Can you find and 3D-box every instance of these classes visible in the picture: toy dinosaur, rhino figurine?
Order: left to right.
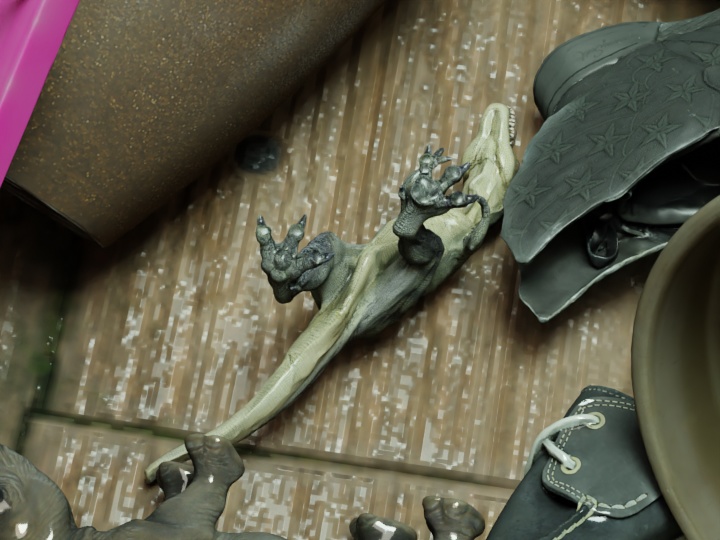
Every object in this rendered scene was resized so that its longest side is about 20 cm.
[{"bbox_3d":[-0.063,0.103,0.855,0.199,0.060,0.088,13,62,2],"label":"rhino figurine"},{"bbox_3d":[0.000,0.000,0.899,0.200,0.088,0.047,-41,70,-20],"label":"toy dinosaur"}]

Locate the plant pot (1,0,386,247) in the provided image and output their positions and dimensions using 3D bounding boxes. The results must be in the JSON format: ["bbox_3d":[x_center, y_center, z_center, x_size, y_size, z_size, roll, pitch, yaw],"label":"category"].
[{"bbox_3d":[-0.080,-0.117,0.923,0.187,0.187,0.200,32,84,15],"label":"plant pot"}]

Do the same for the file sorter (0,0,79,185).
[{"bbox_3d":[-0.210,-0.092,0.853,0.125,0.139,0.200,12,23,-38],"label":"file sorter"}]

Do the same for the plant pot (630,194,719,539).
[{"bbox_3d":[0.213,0.021,0.791,0.200,0.200,0.173,37,48,18],"label":"plant pot"}]

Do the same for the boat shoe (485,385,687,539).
[{"bbox_3d":[0.077,0.075,0.843,0.200,0.072,0.068,-24,91,-33],"label":"boat shoe"}]

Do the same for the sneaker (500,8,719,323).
[{"bbox_3d":[0.140,-0.057,0.933,0.199,0.060,0.104,-19,41,-1],"label":"sneaker"}]
